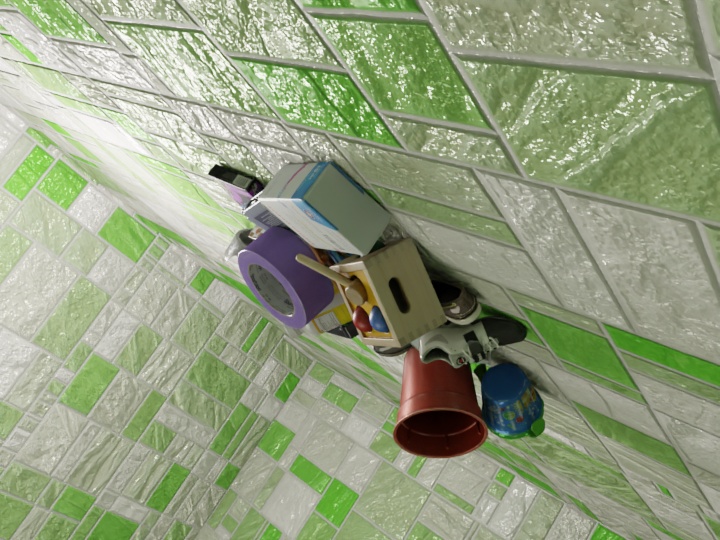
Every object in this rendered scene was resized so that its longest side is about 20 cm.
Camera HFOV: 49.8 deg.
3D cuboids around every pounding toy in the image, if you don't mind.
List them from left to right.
[{"bbox_3d":[0.014,0.029,1.347,0.201,0.142,0.184,66,157,-7],"label":"pounding toy"}]

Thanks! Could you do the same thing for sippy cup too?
[{"bbox_3d":[0.314,0.268,1.649,0.177,0.140,0.131,6,145,27],"label":"sippy cup"}]

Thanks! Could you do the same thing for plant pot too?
[{"bbox_3d":[0.169,0.271,1.683,0.199,0.196,0.201,1,138,1],"label":"plant pot"}]

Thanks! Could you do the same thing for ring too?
[{"bbox_3d":[-0.040,0.016,1.552,0.201,0.019,0.200,54,-177,-4],"label":"ring"}]

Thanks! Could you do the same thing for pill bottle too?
[{"bbox_3d":[-0.074,0.077,1.709,0.104,0.199,0.105,-24,-90,-83],"label":"pill bottle"}]

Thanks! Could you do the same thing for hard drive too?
[{"bbox_3d":[-0.008,0.103,1.812,0.038,0.139,0.200,61,161,-11],"label":"hard drive"}]

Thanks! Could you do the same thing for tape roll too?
[{"bbox_3d":[-0.153,0.016,1.583,0.200,0.085,0.200,37,151,24],"label":"tape roll"}]

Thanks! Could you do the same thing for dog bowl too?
[{"bbox_3d":[-0.216,-0.036,1.821,0.199,0.059,0.200,18,-159,-7],"label":"dog bowl"}]

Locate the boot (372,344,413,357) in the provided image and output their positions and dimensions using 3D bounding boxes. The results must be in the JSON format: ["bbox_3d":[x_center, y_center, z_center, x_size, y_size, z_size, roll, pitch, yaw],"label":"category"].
[{"bbox_3d":[0.074,0.114,1.677,0.181,0.073,0.200,-20,151,19],"label":"boot"}]

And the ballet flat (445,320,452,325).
[{"bbox_3d":[0.134,0.089,1.478,0.073,0.073,0.200,38,161,-17],"label":"ballet flat"}]

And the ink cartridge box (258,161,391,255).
[{"bbox_3d":[-0.064,-0.104,1.289,0.144,0.085,0.200,40,165,-25],"label":"ink cartridge box"}]

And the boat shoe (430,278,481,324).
[{"bbox_3d":[0.127,0.045,1.397,0.200,0.072,0.060,15,151,50],"label":"boat shoe"}]

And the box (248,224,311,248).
[{"bbox_3d":[-0.175,-0.063,1.694,0.041,0.039,0.200,38,168,-37],"label":"box"}]

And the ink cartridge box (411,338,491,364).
[{"bbox_3d":[0.145,0.159,1.577,0.199,0.048,0.160,-3,168,30],"label":"ink cartridge box"}]

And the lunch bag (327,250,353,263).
[{"bbox_3d":[0.000,0.000,1.552,0.200,0.094,0.151,38,174,32],"label":"lunch bag"}]

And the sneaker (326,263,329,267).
[{"bbox_3d":[-0.082,-0.007,1.759,0.115,0.076,0.200,15,174,32],"label":"sneaker"}]

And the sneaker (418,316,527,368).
[{"bbox_3d":[0.197,0.136,1.380,0.199,0.089,0.074,-8,136,28],"label":"sneaker"}]

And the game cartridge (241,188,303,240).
[{"bbox_3d":[-0.150,-0.109,1.536,0.133,0.041,0.200,35,160,-17],"label":"game cartridge"}]

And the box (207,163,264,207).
[{"bbox_3d":[-0.223,-0.145,1.675,0.143,0.036,0.200,24,166,42],"label":"box"}]
